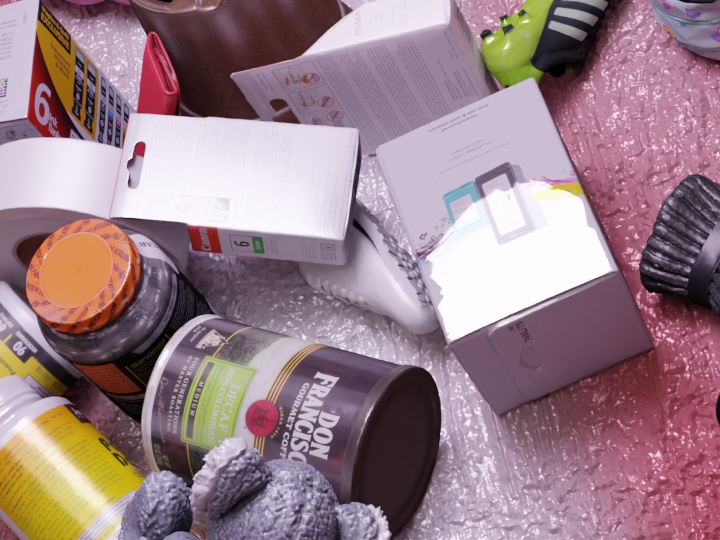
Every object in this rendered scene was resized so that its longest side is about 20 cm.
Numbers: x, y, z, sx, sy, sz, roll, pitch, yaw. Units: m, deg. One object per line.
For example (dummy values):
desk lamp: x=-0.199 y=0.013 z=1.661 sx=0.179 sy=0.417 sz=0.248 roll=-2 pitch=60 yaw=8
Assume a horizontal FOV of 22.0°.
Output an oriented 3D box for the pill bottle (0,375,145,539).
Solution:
pill bottle: x=-0.246 y=0.182 z=1.539 sx=0.200 sy=0.109 sz=0.109 roll=43 pitch=84 yaw=15

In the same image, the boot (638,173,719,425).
boot: x=0.284 y=0.031 z=1.450 sx=0.158 sy=0.079 sz=0.211 roll=21 pitch=62 yaw=23

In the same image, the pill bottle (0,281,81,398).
pill bottle: x=-0.351 y=0.116 z=1.645 sx=0.200 sy=0.114 sz=0.114 roll=-45 pitch=56 yaw=-5

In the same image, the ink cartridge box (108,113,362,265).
ink cartridge box: x=-0.104 y=-0.070 z=1.568 sx=0.199 sy=0.050 sz=0.109 roll=5 pitch=63 yaw=6

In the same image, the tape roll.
tape roll: x=-0.248 y=-0.038 z=1.634 sx=0.202 sy=0.202 sz=0.071 roll=-3 pitch=61 yaw=20

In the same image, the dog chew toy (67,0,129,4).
dog chew toy: x=-0.269 y=-0.322 z=1.850 sx=0.200 sy=0.125 sz=0.125 roll=-5 pitch=61 yaw=28

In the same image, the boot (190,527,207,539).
boot: x=-0.149 y=0.300 z=1.485 sx=0.075 sy=0.107 sz=0.200 roll=25 pitch=40 yaw=-8

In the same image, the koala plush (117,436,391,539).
koala plush: x=-0.080 y=0.216 z=1.369 sx=0.200 sy=0.177 sz=0.184 roll=-49 pitch=14 yaw=33

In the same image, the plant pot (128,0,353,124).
plant pot: x=-0.114 y=-0.235 z=1.683 sx=0.200 sy=0.198 sz=0.201 roll=-10 pitch=56 yaw=16

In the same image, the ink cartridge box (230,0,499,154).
ink cartridge box: x=0.008 y=-0.165 z=1.623 sx=0.200 sy=0.161 sz=0.050 roll=-9 pitch=58 yaw=18

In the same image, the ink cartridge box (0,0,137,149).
ink cartridge box: x=-0.288 y=-0.156 z=1.713 sx=0.084 sy=0.200 sz=0.176 roll=-10 pitch=60 yaw=17

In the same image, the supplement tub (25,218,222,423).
supplement tub: x=-0.194 y=0.045 z=1.567 sx=0.122 sy=0.200 sz=0.123 roll=-9 pitch=60 yaw=17

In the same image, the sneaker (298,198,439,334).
sneaker: x=0.000 y=0.000 z=1.598 sx=0.080 sy=0.076 sz=0.200 roll=-44 pitch=48 yaw=4

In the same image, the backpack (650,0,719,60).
backpack: x=0.330 y=-0.280 z=1.577 sx=0.200 sy=0.127 sz=0.167 roll=-51 pitch=45 yaw=-8

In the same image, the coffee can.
coffee can: x=-0.055 y=0.127 z=1.499 sx=0.200 sy=0.146 sz=0.147 roll=13 pitch=69 yaw=28

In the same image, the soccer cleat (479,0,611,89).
soccer cleat: x=0.185 y=-0.223 z=1.644 sx=0.200 sy=0.081 sz=0.067 roll=-43 pitch=22 yaw=-27

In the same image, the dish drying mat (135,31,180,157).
dish drying mat: x=-0.184 y=-0.121 z=1.665 sx=0.018 sy=0.200 sz=0.077 roll=-15 pitch=58 yaw=-19

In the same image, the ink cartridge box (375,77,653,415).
ink cartridge box: x=0.125 y=-0.017 z=1.504 sx=0.146 sy=0.147 sz=0.200 roll=-24 pitch=57 yaw=8
